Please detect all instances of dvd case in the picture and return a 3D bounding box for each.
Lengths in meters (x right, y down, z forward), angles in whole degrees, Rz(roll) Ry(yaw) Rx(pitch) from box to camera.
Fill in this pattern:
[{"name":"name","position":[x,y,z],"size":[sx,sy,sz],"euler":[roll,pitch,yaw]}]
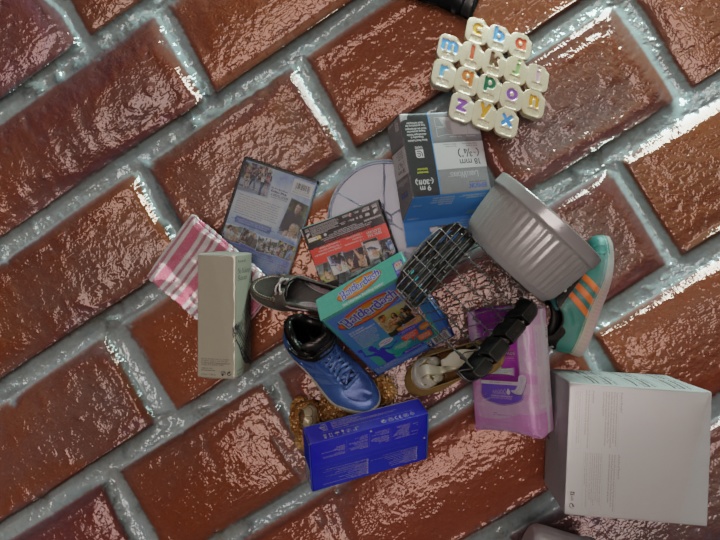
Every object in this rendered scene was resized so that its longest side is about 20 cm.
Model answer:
[{"name":"dvd case","position":[-0.170,-0.084,1.018],"size":[0.141,0.018,0.202],"euler":[19,92,6]},{"name":"dvd case","position":[0.000,0.000,0.968],"size":[0.144,0.022,0.202],"euler":[-19,97,15]}]

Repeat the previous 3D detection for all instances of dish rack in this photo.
[{"name":"dish rack","position":[0.147,0.041,0.820],"size":[0.200,0.055,0.153],"euler":[46,76,-4]}]

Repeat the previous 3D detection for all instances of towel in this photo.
[{"name":"towel","position":[-0.264,0.018,1.009],"size":[0.199,0.030,0.147],"euler":[40,100,3]}]

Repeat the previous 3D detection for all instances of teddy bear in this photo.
[{"name":"teddy bear","position":[-0.027,0.241,0.975],"size":[0.197,0.067,0.147],"euler":[6,88,5]}]

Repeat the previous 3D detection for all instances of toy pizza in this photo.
[{"name":"toy pizza","position":[0.042,-0.087,0.988],"size":[0.197,0.032,0.203],"euler":[0,92,5]}]

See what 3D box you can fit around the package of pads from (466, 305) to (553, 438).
[{"name":"package of pads","position":[0.240,0.158,0.922],"size":[0.119,0.075,0.203],"euler":[-5,88,41]}]

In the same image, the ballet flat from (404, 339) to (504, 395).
[{"name":"ballet flat","position":[0.133,0.150,0.920],"size":[0.199,0.063,0.069],"euler":[-30,60,36]}]

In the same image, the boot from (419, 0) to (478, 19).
[{"name":"boot","position":[0.124,-0.535,0.975],"size":[0.198,0.066,0.167],"euler":[25,90,10]}]

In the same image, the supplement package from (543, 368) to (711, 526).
[{"name":"supplement package","position":[0.400,0.261,0.889],"size":[0.197,0.147,0.194],"euler":[3,90,6]}]

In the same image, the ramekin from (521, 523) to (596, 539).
[{"name":"ramekin","position":[0.285,0.492,0.878],"size":[0.097,0.200,0.203],"euler":[18,91,13]}]

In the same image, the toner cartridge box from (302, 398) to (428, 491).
[{"name":"toner cartridge box","position":[0.010,0.275,0.915],"size":[0.197,0.043,0.096],"euler":[-9,117,-18]}]

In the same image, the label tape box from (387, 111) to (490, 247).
[{"name":"label tape box","position":[0.132,-0.149,0.935],"size":[0.142,0.063,0.203],"euler":[-8,85,-19]}]

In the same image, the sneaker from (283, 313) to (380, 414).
[{"name":"sneaker","position":[-0.049,0.146,0.924],"size":[0.200,0.112,0.077],"euler":[41,68,18]}]

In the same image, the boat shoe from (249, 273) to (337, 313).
[{"name":"boat shoe","position":[-0.089,0.037,0.945],"size":[0.197,0.057,0.068],"euler":[14,61,8]}]

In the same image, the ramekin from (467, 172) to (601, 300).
[{"name":"ramekin","position":[0.257,-0.046,0.889],"size":[0.200,0.200,0.105],"euler":[43,103,5]}]

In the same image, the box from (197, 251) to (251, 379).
[{"name":"box","position":[-0.224,0.071,0.955],"size":[0.067,0.082,0.203],"euler":[2,96,8]}]

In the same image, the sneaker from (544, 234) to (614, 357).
[{"name":"sneaker","position":[0.348,0.035,0.936],"size":[0.079,0.071,0.203],"euler":[16,92,2]}]

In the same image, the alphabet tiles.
[{"name":"alphabet tiles","position":[0.213,-0.316,0.948],"size":[0.197,0.015,0.198],"euler":[15,74,-7]}]

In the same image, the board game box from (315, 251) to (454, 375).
[{"name":"board game box","position":[0.044,0.075,0.906],"size":[0.151,0.200,0.045],"euler":[-29,47,10]}]
